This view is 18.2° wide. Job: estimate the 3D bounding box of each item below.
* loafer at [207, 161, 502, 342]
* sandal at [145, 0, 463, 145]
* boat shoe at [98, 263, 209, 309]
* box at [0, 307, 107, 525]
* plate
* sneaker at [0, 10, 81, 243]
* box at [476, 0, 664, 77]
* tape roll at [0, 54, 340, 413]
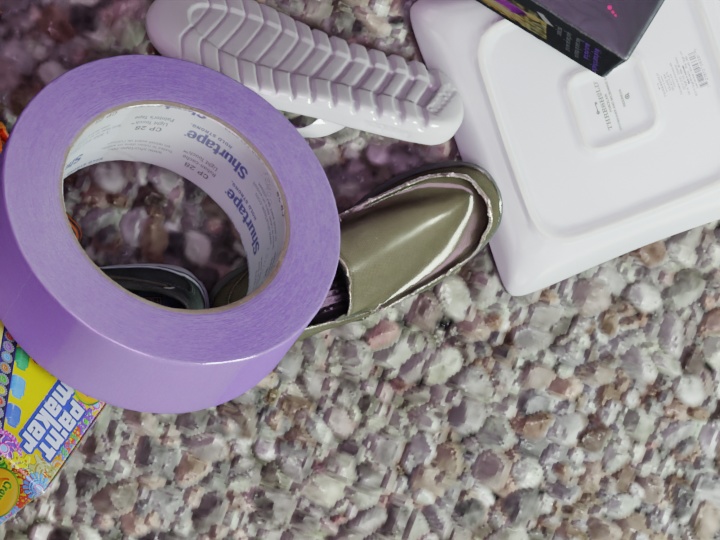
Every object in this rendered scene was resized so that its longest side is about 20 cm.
[{"bbox_3d":[0.000,0.000,1.381,0.200,0.070,0.075,-30,101,0],"label":"loafer"},{"bbox_3d":[-0.038,-0.110,1.367,0.202,0.083,0.050,19,132,-4],"label":"sandal"},{"bbox_3d":[-0.192,0.028,1.367,0.199,0.057,0.069,-7,99,-1],"label":"boat shoe"},{"bbox_3d":[-0.281,0.074,1.290,0.193,0.122,0.200,46,125,-11],"label":"box"},{"bbox_3d":[0.154,-0.106,1.405,0.199,0.032,0.200,-21,100,-3],"label":"plate"},{"bbox_3d":[-0.230,-0.096,1.338,0.200,0.078,0.112,37,94,-10],"label":"sneaker"},{"bbox_3d":[0.097,-0.219,1.324,0.200,0.106,0.123,31,88,-1],"label":"box"},{"bbox_3d":[-0.114,-0.022,1.279,0.199,0.066,0.201,12,57,-20],"label":"tape roll"}]
